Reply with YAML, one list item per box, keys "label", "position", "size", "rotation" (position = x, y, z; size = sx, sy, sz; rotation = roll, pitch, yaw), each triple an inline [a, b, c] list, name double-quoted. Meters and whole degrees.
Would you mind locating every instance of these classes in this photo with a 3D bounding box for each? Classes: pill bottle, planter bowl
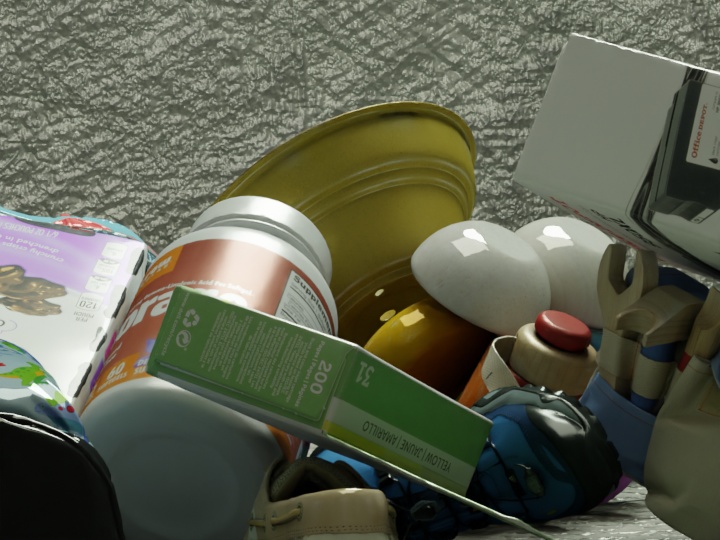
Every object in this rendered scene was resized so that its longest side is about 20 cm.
- label: "pill bottle"
  position: [-0.074, 0.049, 1.182]
  size: [0.111, 0.113, 0.200]
  rotation: [-2, 33, 13]
- label: "planter bowl"
  position: [0.000, 0.000, 1.337]
  size: [0.199, 0.084, 0.201]
  rotation: [-24, -29, -14]

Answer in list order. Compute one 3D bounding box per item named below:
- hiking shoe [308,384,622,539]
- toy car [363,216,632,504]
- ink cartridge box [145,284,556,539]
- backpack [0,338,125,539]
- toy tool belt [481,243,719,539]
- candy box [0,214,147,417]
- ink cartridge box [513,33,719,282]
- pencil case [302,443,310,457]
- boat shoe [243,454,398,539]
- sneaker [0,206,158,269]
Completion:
- label: "hiking shoe"
  position: [0.042, 0.111, 1.115]
  size: [0.199, 0.075, 0.087]
  rotation: [-11, 26, 48]
- label: "toy car"
  position: [0.091, 0.073, 1.285]
  size: [0.150, 0.176, 0.199]
  rotation: [40, 25, 30]
- label: "ink cartridge box"
  position: [0.022, 0.071, 1.003]
  size: [0.199, 0.048, 0.145]
  rotation: [18, -7, 32]
- label: "backpack"
  position: [-0.189, 0.093, 0.985]
  size: [0.162, 0.155, 0.200]
  rotation: [-7, -9, -8]
- label: "toy tool belt"
  position: [0.164, 0.043, 1.126]
  size: [0.124, 0.124, 0.200]
  rotation: [-1, 28, -47]
- label: "candy box"
  position: [-0.215, 0.049, 1.185]
  size: [0.166, 0.072, 0.200]
  rotation: [11, 32, 4]
- label: "ink cartridge box"
  position: [0.198, -0.036, 1.112]
  size: [0.199, 0.085, 0.144]
  rotation: [22, -3, 41]
- label: "pencil case"
  position: [-0.130, 0.101, 1.415]
  size: [0.199, 0.093, 0.085]
  rotation: [-5, 46, -42]
- label: "boat shoe"
  position: [-0.016, 0.113, 0.996]
  size: [0.072, 0.066, 0.200]
  rotation: [-3, 1, -7]
- label: "sneaker"
  position: [-0.200, 0.000, 1.356]
  size: [0.199, 0.080, 0.095]
  rotation: [-1, 12, -30]
